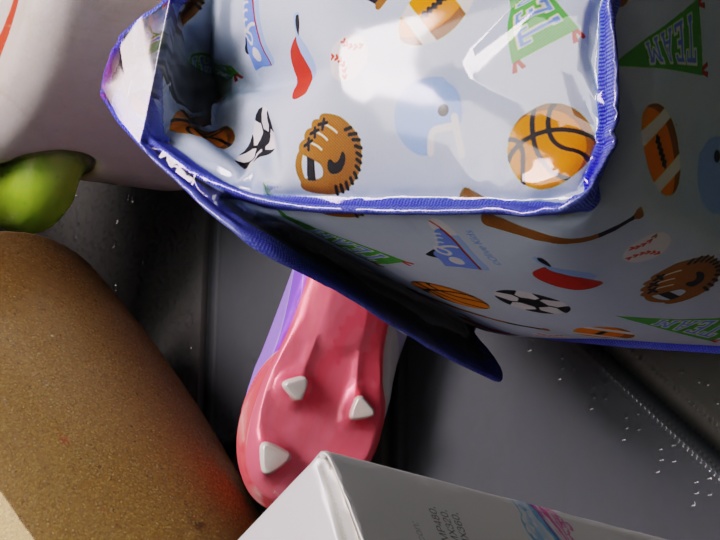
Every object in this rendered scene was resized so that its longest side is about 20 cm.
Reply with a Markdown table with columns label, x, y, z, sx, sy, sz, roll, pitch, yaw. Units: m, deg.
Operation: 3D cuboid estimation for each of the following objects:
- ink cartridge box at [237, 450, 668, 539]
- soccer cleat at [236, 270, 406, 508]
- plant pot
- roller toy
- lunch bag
| label | x | y | z | sx | sy | sz | roll | pitch | yaw |
| --- | --- | --- | --- | --- | --- | --- | --- | --- | --- |
| ink cartridge box | 0.033 | 0.144 | 0.735 | 0.146 | 0.200 | 0.083 | -47 | 43 | 29 |
| soccer cleat | 0.000 | 0.000 | 0.960 | 0.076 | 0.067 | 0.200 | 172 | 118 | -76 |
| plant pot | -0.119 | 0.113 | 0.985 | 0.200 | 0.186 | 0.187 | 38 | 106 | 38 |
| roller toy | -0.109 | -0.131 | 1.087 | 0.200 | 0.140 | 0.183 | -56 | 40 | 38 |
| lunch bag | 0.038 | -0.038 | 0.803 | 0.200 | 0.170 | 0.124 | 2 | 74 | 36 |
